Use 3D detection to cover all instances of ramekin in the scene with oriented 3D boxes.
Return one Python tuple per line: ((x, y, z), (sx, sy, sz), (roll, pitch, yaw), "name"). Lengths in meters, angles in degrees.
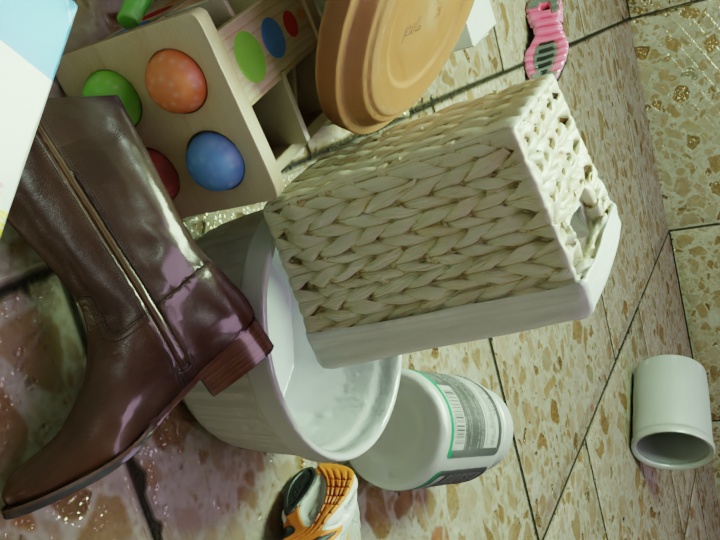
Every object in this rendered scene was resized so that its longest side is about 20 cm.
((-0.058, 0.045, 0.644), (0.200, 0.105, 0.200), (22, 65, -58), "ramekin")

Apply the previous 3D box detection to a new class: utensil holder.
((0.683, 0.311, 1.849), (0.170, 0.170, 0.200), (55, 36, -39), "utensil holder")

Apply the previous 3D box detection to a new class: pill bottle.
((0.076, 0.160, 0.846), (0.200, 0.113, 0.113), (19, 66, -58), "pill bottle")

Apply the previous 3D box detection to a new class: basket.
((0.052, -0.033, 0.557), (0.123, 0.200, 0.136), (64, 32, -17), "basket")

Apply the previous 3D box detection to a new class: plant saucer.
((0.038, -0.186, 0.580), (0.200, 0.032, 0.200), (-51, 159, -27), "plant saucer")

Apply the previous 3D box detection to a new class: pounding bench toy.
((-0.118, -0.153, 0.564), (0.200, 0.124, 0.156), (67, 33, -25), "pounding bench toy")

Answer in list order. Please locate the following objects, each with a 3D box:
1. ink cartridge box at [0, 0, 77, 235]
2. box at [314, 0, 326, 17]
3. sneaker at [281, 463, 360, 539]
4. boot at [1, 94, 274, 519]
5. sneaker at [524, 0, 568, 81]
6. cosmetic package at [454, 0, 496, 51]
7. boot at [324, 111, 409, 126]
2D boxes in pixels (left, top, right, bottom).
((-0.231, -0.048, 0.311), (0.145, 0.147, 0.200), (41, 48, -50), "ink cartridge box")
((-0.025, -0.286, 0.661), (0.200, 0.097, 0.176), (58, 4, 18), "box")
((-0.042, 0.249, 0.657), (0.200, 0.076, 0.092), (-53, 132, -51), "sneaker")
((-0.174, 0.012, 0.484), (0.186, 0.064, 0.200), (-37, 99, -23), "boot")
((0.341, -0.399, 1.518), (0.095, 0.079, 0.200), (56, 38, -57), "sneaker")
((0.093, -0.378, 1.042), (0.108, 0.085, 0.200), (-50, 126, -53), "cosmetic package")
((0.037, -0.224, 0.792), (0.073, 0.200, 0.156), (-67, 145, -75), "boot")
